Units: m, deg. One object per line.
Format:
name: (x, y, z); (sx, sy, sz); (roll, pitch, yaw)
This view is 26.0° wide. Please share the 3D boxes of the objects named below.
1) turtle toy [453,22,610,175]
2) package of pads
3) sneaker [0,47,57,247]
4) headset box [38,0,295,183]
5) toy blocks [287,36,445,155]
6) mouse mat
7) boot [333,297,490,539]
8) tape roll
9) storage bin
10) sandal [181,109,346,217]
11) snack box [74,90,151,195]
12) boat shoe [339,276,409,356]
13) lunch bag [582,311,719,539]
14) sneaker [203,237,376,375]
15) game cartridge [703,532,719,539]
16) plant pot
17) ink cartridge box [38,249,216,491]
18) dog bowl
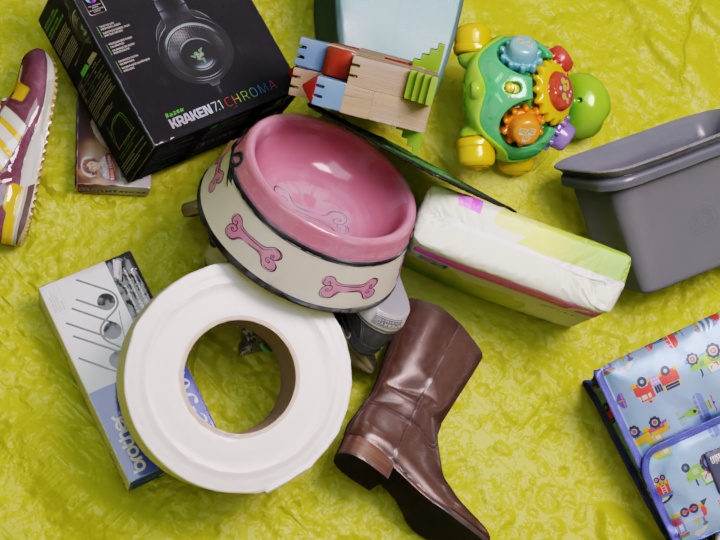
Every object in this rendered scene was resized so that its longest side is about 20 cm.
turtle toy: (0.173, -0.171, 1.553); (0.200, 0.101, 0.146); (2, 85, -52)
package of pads: (0.139, -0.010, 1.479); (0.200, 0.155, 0.068); (21, 82, -2)
sneaker: (-0.339, -0.123, 1.457); (0.090, 0.075, 0.200); (10, 68, -14)
headset box: (-0.185, -0.213, 1.490); (0.174, 0.093, 0.200); (-25, 82, -31)
toy blocks: (-0.002, -0.170, 1.402); (0.137, 0.200, 0.100); (14, 101, 0)
mouse mat: (0.052, -0.104, 1.461); (0.161, 0.200, 0.008); (31, 98, 26)
boot: (0.082, 0.143, 1.465); (0.186, 0.064, 0.200); (41, 52, -18)
tape roll: (-0.111, 0.095, 1.368); (0.202, 0.071, 0.203); (2, 84, -15)
storage bin: (0.307, -0.068, 1.549); (0.200, 0.146, 0.134); (-19, 103, -18)
sandal: (-0.099, -0.110, 1.500); (0.200, 0.080, 0.054); (-37, 100, -27)
snack box: (-0.241, -0.170, 1.522); (0.072, 0.024, 0.200); (3, 70, -14)
boat shoe: (0.000, 0.000, 1.468); (0.069, 0.057, 0.200); (19, 32, -20)
lunch bag: (0.325, 0.159, 1.479); (0.151, 0.094, 0.200); (-25, 79, -3)
sneaker: (-0.077, 0.050, 1.469); (0.200, 0.077, 0.089); (34, 102, -6)
game cartridge: (0.402, 0.222, 1.517); (0.133, 0.042, 0.200); (8, 69, -5)
plant pot: (0.028, -0.260, 1.556); (0.141, 0.141, 0.200); (5, 81, -10)
ink cartridge box: (-0.211, 0.090, 1.425); (0.094, 0.044, 0.200); (-23, 78, -17)
dog bowl: (-0.039, -0.059, 1.383); (0.200, 0.074, 0.200); (20, 38, -17)
